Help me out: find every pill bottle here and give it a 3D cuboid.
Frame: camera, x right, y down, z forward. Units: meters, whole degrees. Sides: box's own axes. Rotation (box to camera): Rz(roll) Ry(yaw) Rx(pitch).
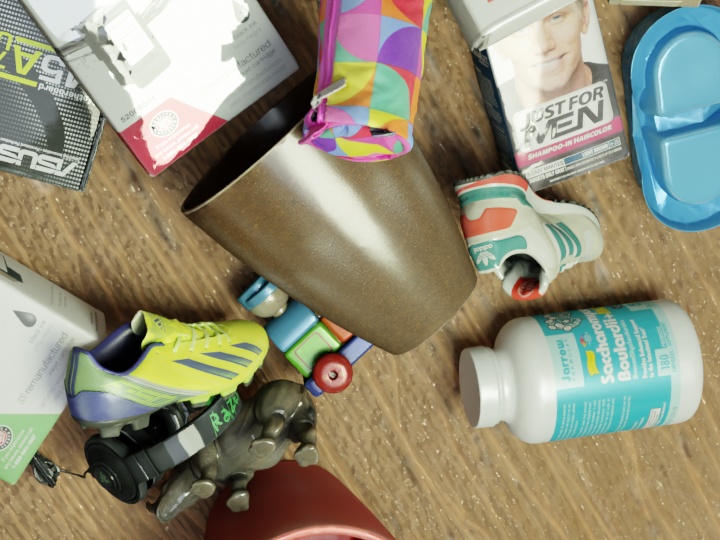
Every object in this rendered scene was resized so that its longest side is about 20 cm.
[{"bbox_3d":[0.190,0.090,1.564,0.198,0.111,0.112,-7,113,-12],"label":"pill bottle"}]

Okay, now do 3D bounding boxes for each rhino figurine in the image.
[{"bbox_3d":[-0.112,0.159,1.512,0.199,0.088,0.060,-34,121,30],"label":"rhino figurine"}]

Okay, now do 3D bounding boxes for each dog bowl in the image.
[{"bbox_3d":[0.280,-0.135,1.533,0.111,0.050,0.201,-14,114,-8],"label":"dog bowl"}]

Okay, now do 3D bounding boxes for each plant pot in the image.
[{"bbox_3d":[-0.053,0.266,1.535,0.199,0.177,0.202,-5,112,-13],"label":"plant pot"},{"bbox_3d":[-0.006,-0.038,1.402,0.187,0.187,0.200,-42,103,4],"label":"plant pot"}]

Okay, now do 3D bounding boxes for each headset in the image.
[{"bbox_3d":[-0.195,0.133,1.487,0.199,0.124,0.094,-25,105,23],"label":"headset"}]

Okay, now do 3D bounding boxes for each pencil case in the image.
[{"bbox_3d":[0.008,-0.176,1.281,0.088,0.088,0.202,12,75,-18],"label":"pencil case"}]

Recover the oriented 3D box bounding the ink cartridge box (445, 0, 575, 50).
[{"bbox_3d":[0.105,-0.291,1.369,0.145,0.085,0.201,-28,91,-2],"label":"ink cartridge box"}]

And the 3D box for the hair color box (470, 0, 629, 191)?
[{"bbox_3d":[0.148,-0.175,1.478,0.099,0.061,0.201,-21,114,-6],"label":"hair color box"}]

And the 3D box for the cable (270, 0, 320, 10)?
[{"bbox_3d":[-0.053,-0.304,1.400,0.096,0.050,0.202,-2,100,5],"label":"cable"}]

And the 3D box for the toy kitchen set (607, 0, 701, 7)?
[{"bbox_3d":[0.288,-0.340,1.435,0.162,0.182,0.201,1,146,-11],"label":"toy kitchen set"}]

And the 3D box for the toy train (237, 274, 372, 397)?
[{"bbox_3d":[0.000,0.000,1.504,0.200,0.085,0.116,-43,101,5],"label":"toy train"}]

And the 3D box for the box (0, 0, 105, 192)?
[{"bbox_3d":[-0.281,-0.178,1.375,0.199,0.048,0.194,15,103,-20],"label":"box"}]

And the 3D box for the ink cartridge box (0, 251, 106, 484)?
[{"bbox_3d":[-0.324,0.053,1.423,0.199,0.084,0.147,32,98,-17],"label":"ink cartridge box"}]

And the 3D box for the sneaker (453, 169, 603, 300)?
[{"bbox_3d":[0.142,-0.015,1.484,0.070,0.094,0.199,-13,160,30],"label":"sneaker"}]

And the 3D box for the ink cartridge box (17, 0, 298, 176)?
[{"bbox_3d":[-0.163,-0.197,1.331,0.145,0.083,0.201,-36,118,-2],"label":"ink cartridge box"}]

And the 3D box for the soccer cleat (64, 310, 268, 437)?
[{"bbox_3d":[-0.148,0.066,1.419,0.199,0.064,0.084,-21,115,-42],"label":"soccer cleat"}]
